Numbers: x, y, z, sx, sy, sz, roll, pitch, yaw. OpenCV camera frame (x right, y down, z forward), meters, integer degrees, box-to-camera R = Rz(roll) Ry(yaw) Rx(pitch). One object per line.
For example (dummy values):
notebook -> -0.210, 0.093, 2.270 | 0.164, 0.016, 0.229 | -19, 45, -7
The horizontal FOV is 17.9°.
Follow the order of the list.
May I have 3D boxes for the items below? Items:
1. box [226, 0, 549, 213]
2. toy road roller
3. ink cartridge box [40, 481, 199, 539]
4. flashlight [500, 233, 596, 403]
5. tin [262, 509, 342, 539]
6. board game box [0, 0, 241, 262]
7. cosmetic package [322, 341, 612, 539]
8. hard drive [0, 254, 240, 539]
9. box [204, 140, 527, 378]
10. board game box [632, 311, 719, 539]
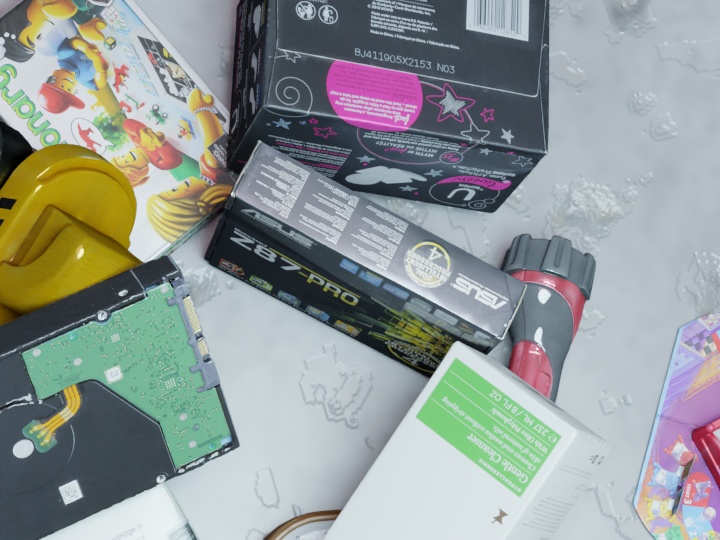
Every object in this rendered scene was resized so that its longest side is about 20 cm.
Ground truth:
box -> 0.018, -0.131, 1.560 | 0.199, 0.115, 0.133 | 9, 67, -15
toy road roller -> -0.220, 0.011, 1.460 | 0.146, 0.123, 0.201 | 35, 93, 41
ink cartridge box -> -0.165, 0.220, 1.487 | 0.146, 0.083, 0.201 | -27, 84, -13
flashlight -> 0.110, 0.076, 1.551 | 0.067, 0.068, 0.201 | 19, 64, -7
tin -> 0.020, 0.213, 1.542 | 0.198, 0.042, 0.113 | -4, 74, -10
board game box -> -0.173, -0.108, 1.582 | 0.126, 0.035, 0.200 | -40, 86, -14
cosmetic package -> 0.057, 0.161, 1.452 | 0.107, 0.085, 0.201 | 35, 93, 25
hard drive -> -0.185, 0.089, 1.411 | 0.199, 0.038, 0.140 | -24, 124, -11
box -> 0.000, 0.000, 1.520 | 0.199, 0.161, 0.049 | 28, 71, -3
board game box -> 0.285, 0.123, 1.599 | 0.157, 0.039, 0.201 | 18, 76, -4
